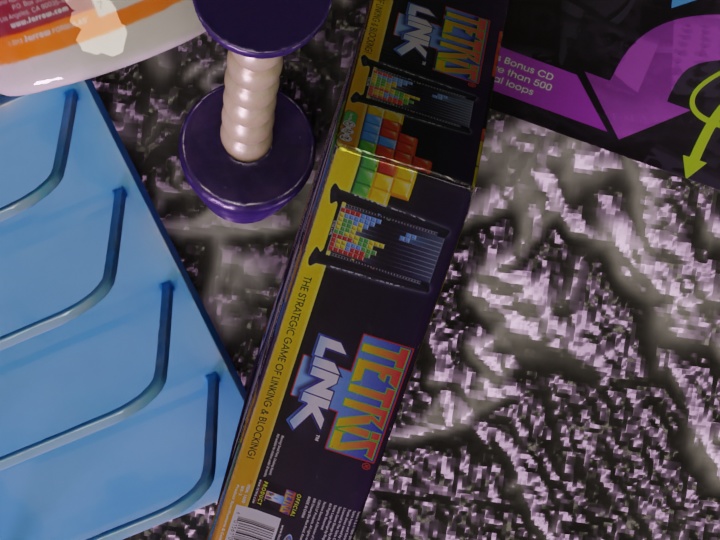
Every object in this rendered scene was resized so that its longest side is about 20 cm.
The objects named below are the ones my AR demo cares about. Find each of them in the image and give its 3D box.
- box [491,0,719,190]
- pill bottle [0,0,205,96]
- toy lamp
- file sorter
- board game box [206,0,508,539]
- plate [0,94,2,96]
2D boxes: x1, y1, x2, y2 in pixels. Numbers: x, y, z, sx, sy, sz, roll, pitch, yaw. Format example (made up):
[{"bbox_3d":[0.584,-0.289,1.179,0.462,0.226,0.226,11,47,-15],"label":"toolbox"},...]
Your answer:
[{"bbox_3d":[0.120,-0.130,1.152,0.142,0.036,0.200,19,130,0],"label":"box"},{"bbox_3d":[-0.127,-0.179,1.158,0.114,0.114,0.201,-18,103,10],"label":"pill bottle"},{"bbox_3d":[-0.041,-0.067,1.147,0.058,0.200,0.058,1,73,-4],"label":"toy lamp"},{"bbox_3d":[-0.135,0.049,1.201,0.138,0.123,0.200,-22,113,9],"label":"file sorter"},{"bbox_3d":[0.000,0.000,1.145,0.057,0.166,0.200,18,124,-2],"label":"board game box"},{"bbox_3d":[-0.234,-0.063,1.247,0.199,0.026,0.201,1,105,4],"label":"plate"}]
